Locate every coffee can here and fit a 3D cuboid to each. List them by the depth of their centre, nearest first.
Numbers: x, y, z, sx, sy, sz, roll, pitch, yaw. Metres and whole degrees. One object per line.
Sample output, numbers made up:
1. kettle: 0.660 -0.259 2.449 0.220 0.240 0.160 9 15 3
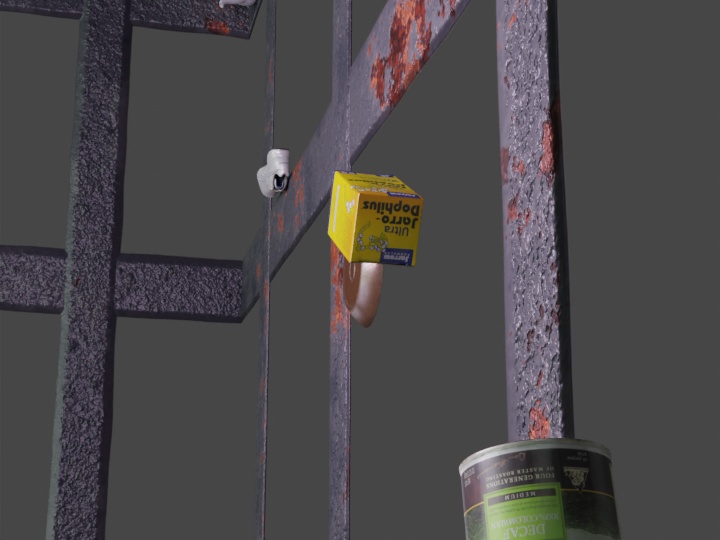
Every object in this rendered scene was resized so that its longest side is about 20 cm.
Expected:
1. coffee can: 0.167 0.270 1.006 0.147 0.143 0.203 118 152 -60

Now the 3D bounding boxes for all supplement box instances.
1. supplement box: 0.020 -0.086 1.797 0.200 0.107 0.112 -129 44 -70

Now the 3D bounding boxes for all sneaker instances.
1. sneaker: -0.229 -0.242 2.975 0.201 0.073 0.089 117 148 -61

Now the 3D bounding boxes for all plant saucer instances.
1. plant saucer: 0.000 0.000 2.017 0.200 0.036 0.205 -176 90 -76

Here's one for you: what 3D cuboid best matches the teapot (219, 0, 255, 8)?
1. teapot: -0.421 -1.002 3.815 0.201 0.143 0.201 -115 31 -65
